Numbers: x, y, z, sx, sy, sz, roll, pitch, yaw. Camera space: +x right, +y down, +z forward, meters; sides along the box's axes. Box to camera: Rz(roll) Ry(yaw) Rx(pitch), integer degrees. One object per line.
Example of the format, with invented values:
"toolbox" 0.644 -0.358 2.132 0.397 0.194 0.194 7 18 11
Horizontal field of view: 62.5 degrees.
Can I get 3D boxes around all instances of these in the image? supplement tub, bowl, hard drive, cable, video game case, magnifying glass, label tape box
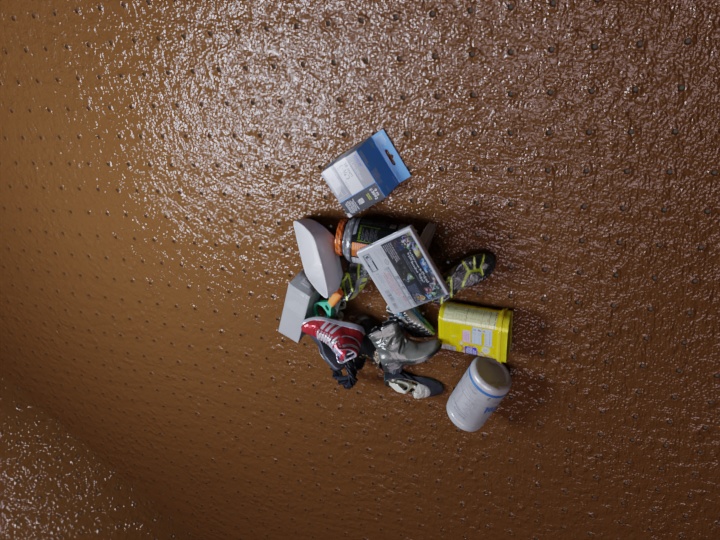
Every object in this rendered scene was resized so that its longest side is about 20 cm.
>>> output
"supplement tub" 0.346 0.361 1.742 0.129 0.133 0.204 27 129 6
"bowl" -0.114 -0.045 1.688 0.200 0.073 0.206 -139 33 -59
"hard drive" 0.148 -0.012 1.594 0.026 0.133 0.204 23 128 9
"supplement tub" 0.035 -0.075 1.603 0.193 0.124 0.126 11 125 12
"cable" -0.066 0.298 1.878 0.200 0.049 0.168 43 140 49
"video game case" 0.109 0.003 1.523 0.178 0.023 0.203 -22 108 35
"magnifying glass" -0.094 0.106 1.759 0.081 0.022 0.200 55 145 11
"label tape box" 0.012 -0.250 1.549 0.197 0.064 0.146 -25 109 35

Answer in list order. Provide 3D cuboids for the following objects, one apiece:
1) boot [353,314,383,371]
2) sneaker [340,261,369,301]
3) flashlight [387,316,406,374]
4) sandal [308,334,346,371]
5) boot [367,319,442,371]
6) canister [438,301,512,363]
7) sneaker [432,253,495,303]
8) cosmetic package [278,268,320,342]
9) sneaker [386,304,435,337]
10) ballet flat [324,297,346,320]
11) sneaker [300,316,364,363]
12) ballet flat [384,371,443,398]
"boot" 0.031 0.257 1.824 0.150 0.072 0.206 40 131 40
"sneaker" 0.000 0.000 1.717 0.076 0.076 0.201 46 113 18
"flashlight" 0.106 0.227 1.809 0.066 0.068 0.205 15 125 14
"sandal" -0.101 0.230 1.805 0.201 0.074 0.044 51 140 39
"boot" 0.122 0.198 1.675 0.195 0.068 0.134 -20 101 17
"canister" 0.320 0.167 1.659 0.194 0.087 0.153 9 126 22
"sneaker" 0.269 0.010 1.588 0.196 0.077 0.077 -29 99 18
"cosmetic package" -0.185 0.110 1.847 0.088 0.107 0.204 28 127 9
"sneaker" 0.158 0.123 1.710 0.077 0.092 0.200 -9 138 41
"ballet flat" -0.077 0.127 1.838 0.061 0.068 0.205 0 129 -12
"sneaker" -0.090 0.205 1.745 0.192 0.115 0.073 6 139 7
"ballet flat" 0.163 0.368 1.873 0.194 0.074 0.075 16 127 14
